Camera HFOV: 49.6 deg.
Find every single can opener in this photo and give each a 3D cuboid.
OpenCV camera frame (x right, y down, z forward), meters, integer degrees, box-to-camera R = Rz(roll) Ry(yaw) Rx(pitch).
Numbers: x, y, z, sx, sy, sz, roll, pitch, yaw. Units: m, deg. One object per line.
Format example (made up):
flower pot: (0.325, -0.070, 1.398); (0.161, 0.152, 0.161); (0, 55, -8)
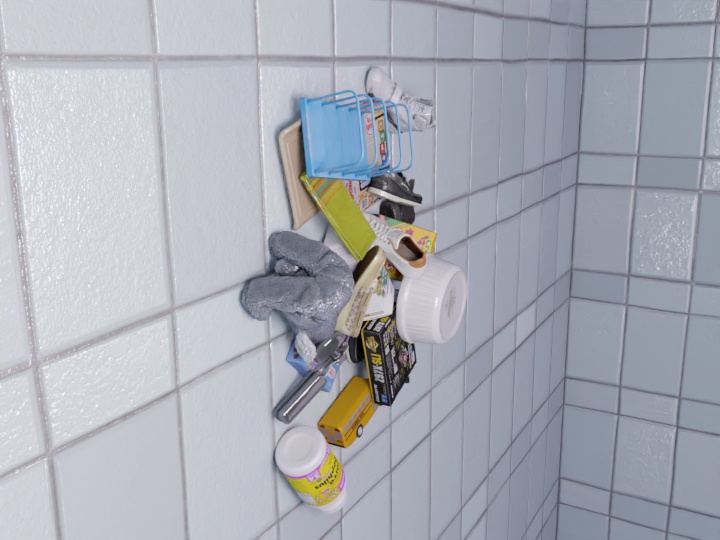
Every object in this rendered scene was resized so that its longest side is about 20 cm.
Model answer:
can opener: (-0.096, 0.204, 1.496); (0.066, 0.052, 0.201); (45, 72, -18)

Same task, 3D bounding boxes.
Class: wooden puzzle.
wooden puzzle: (-0.094, -0.201, 1.476); (0.185, 0.037, 0.202); (-45, 139, -49)

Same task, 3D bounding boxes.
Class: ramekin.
ramekin: (0.160, 0.067, 1.691); (0.202, 0.093, 0.205); (-33, 129, -53)

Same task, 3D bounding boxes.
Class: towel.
towel: (-0.036, -0.119, 1.468); (0.201, 0.018, 0.086); (56, 46, -22)

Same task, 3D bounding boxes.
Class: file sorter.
file sorter: (-0.001, -0.245, 1.434); (0.199, 0.121, 0.141); (-6, 91, -58)

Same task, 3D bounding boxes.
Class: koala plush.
koala plush: (-0.091, 0.063, 1.418); (0.201, 0.181, 0.179); (81, 28, -52)

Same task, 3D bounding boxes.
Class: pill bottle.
pill bottle: (-0.089, 0.402, 1.547); (0.105, 0.103, 0.201); (-62, 145, -33)

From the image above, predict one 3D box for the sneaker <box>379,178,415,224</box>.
sneaker: (0.093, -0.106, 1.810); (0.104, 0.059, 0.203); (-29, 118, -51)

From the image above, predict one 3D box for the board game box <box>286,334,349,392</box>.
board game box: (-0.071, 0.124, 1.586); (0.152, 0.036, 0.202); (53, 50, -52)

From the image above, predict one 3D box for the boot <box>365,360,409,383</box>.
boot: (0.081, 0.184, 1.853); (0.200, 0.069, 0.133); (53, 45, -58)

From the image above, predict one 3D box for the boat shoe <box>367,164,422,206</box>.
boat shoe: (0.086, -0.176, 1.672); (0.199, 0.071, 0.069); (13, 92, -61)

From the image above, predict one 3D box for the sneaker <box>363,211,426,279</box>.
sneaker: (0.059, -0.072, 1.609); (0.073, 0.199, 0.085); (-47, 166, -26)

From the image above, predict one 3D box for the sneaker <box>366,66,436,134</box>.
sneaker: (0.093, -0.368, 1.691); (0.200, 0.114, 0.076); (50, 53, -53)

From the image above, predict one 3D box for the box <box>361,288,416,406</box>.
box: (0.066, 0.168, 1.700); (0.160, 0.049, 0.202); (-54, 143, -48)

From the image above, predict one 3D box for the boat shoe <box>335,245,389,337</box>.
boat shoe: (0.007, 0.041, 1.519); (0.074, 0.062, 0.201); (-84, -159, -60)

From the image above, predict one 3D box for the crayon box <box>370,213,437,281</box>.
crayon box: (0.094, -0.041, 1.738); (0.198, 0.051, 0.129); (14, 88, -34)

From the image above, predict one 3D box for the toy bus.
toy bus: (-0.014, 0.301, 1.703); (0.200, 0.064, 0.079); (-48, 135, -46)

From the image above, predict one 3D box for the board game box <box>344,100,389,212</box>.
board game box: (0.007, -0.238, 1.634); (0.151, 0.046, 0.203); (-39, 130, -52)

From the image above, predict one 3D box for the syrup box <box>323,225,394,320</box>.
syrup box: (0.000, 0.000, 1.593); (0.079, 0.080, 0.201); (-79, 148, -51)

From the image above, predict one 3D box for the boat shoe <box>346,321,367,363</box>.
boat shoe: (0.016, 0.108, 1.711); (0.074, 0.065, 0.202); (23, 77, -62)
